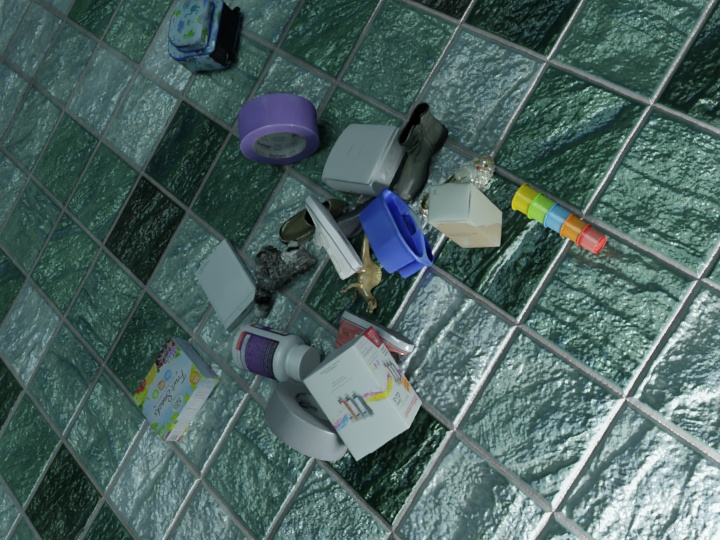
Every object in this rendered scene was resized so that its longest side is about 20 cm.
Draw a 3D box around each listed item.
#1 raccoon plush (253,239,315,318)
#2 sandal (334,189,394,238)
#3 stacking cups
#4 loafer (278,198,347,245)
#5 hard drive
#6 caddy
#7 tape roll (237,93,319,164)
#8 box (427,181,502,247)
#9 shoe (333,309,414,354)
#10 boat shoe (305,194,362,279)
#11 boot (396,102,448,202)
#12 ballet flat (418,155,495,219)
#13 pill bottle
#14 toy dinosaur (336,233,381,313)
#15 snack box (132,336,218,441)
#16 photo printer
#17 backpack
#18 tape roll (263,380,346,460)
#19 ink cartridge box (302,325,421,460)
[{"bbox_3d":[-0.182,0.023,1.773,0.131,0.097,0.205,12,113,19],"label":"raccoon plush"},{"bbox_3d":[-0.003,-0.130,1.691,0.197,0.076,0.044,-28,57,11],"label":"sandal"},{"bbox_3d":[0.393,-0.100,1.444,0.199,0.060,0.061,39,99,32],"label":"stacking cups"},{"bbox_3d":[-0.127,-0.126,1.761,0.197,0.069,0.077,-27,65,23],"label":"loafer"},{"bbox_3d":[-0.343,0.036,1.878,0.132,0.027,0.201,-45,59,14],"label":"hard drive"},{"bbox_3d":[0.087,-0.084,1.581,0.104,0.140,0.203,-36,63,24],"label":"caddy"},{"bbox_3d":[-0.201,-0.344,1.782,0.196,0.199,0.087,-18,70,26],"label":"tape roll"},{"bbox_3d":[0.214,-0.110,1.472,0.093,0.199,0.080,-1,77,30],"label":"box"},{"bbox_3d":[0.026,0.165,1.601,0.198,0.071,0.093,23,95,36],"label":"shoe"},{"bbox_3d":[-0.074,-0.073,1.635,0.065,0.072,0.202,-35,91,12],"label":"boat shoe"},{"bbox_3d":[0.113,-0.264,1.613,0.067,0.130,0.203,28,93,33],"label":"boot"},{"bbox_3d":[0.206,-0.179,1.576,0.199,0.064,0.076,-41,60,16],"label":"ballet flat"},{"bbox_3d":[-0.195,0.198,1.699,0.196,0.111,0.114,12,84,33],"label":"pill bottle"},{"bbox_3d":[0.000,0.000,1.674,0.099,0.058,0.206,-6,81,14],"label":"toy dinosaur"},{"bbox_3d":[-0.477,0.305,1.870,0.168,0.067,0.202,40,101,32],"label":"snack box"},{"bbox_3d":[0.002,-0.259,1.688,0.198,0.069,0.169,15,74,47],"label":"photo printer"},{"bbox_3d":[-0.458,-0.668,2.051,0.196,0.146,0.188,-1,75,33],"label":"backpack"},{"bbox_3d":[-0.107,0.320,1.560,0.199,0.199,0.067,34,102,32],"label":"tape roll"},{"bbox_3d":[0.009,0.252,1.502,0.143,0.145,0.202,-34,90,20],"label":"ink cartridge box"}]
